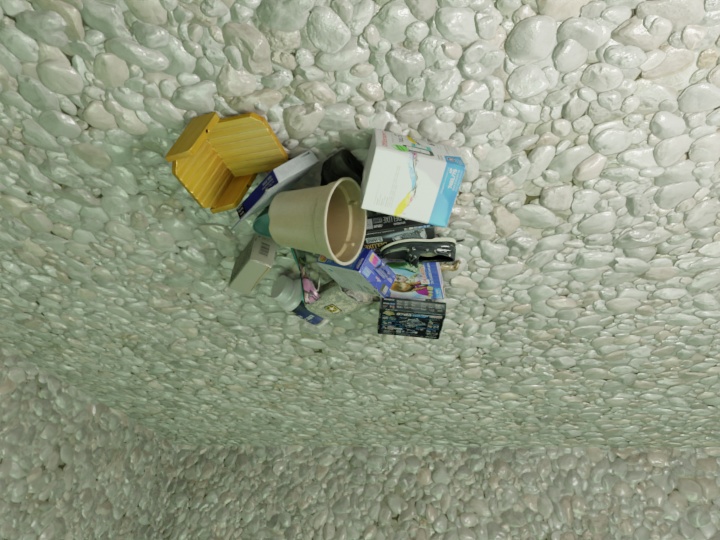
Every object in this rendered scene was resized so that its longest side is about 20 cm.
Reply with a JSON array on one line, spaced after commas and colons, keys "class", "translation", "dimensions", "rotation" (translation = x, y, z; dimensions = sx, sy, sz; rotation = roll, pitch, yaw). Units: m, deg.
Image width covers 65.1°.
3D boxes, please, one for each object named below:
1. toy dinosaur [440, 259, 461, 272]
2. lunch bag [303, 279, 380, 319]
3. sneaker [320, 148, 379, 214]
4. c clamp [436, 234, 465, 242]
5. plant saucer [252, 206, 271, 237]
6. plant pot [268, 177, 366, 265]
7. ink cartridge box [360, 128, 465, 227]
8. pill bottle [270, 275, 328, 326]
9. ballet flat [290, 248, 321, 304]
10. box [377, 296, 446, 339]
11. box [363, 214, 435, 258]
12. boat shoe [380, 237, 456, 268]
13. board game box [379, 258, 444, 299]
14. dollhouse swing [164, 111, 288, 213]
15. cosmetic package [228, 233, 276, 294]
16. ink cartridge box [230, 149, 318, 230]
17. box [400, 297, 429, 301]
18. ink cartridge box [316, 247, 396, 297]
[{"class": "toy dinosaur", "translation": [0.196, -0.003, 1.672], "dimensions": [0.199, 0.059, 0.101], "rotation": [-9, 144, 24]}, {"class": "lunch bag", "translation": [-0.056, 0.077, 1.723], "dimensions": [0.163, 0.118, 0.199], "rotation": [-24, 168, 38]}, {"class": "sneaker", "translation": [-0.025, -0.206, 1.401], "dimensions": [0.114, 0.077, 0.199], "rotation": [-19, 135, 37]}, {"class": "c clamp", "translation": [0.161, -0.110, 1.554], "dimensions": [0.199, 0.027, 0.170], "rotation": [31, 145, -33]}, {"class": "plant saucer", "translation": [-0.193, -0.140, 1.521], "dimensions": [0.198, 0.036, 0.200], "rotation": [-8, 162, -2]}, {"class": "plant pot", "translation": [-0.109, -0.119, 1.337], "dimensions": [0.182, 0.201, 0.201], "rotation": [5, 149, 28]}, {"class": "ink cartridge box", "translation": [0.110, -0.208, 1.263], "dimensions": [0.198, 0.147, 0.147], "rotation": [11, 119, -7]}, {"class": "pill bottle", "translation": [-0.191, 0.097, 1.849], "dimensions": [0.199, 0.112, 0.111], "rotation": [32, 139, -32]}, {"class": "ballet flat", "translation": [-0.156, -0.003, 1.654], "dimensions": [0.071, 0.201, 0.069], "rotation": [-14, 169, -4]}, {"class": "box", "translation": [0.153, 0.147, 1.721], "dimensions": [0.198, 0.046, 0.159], "rotation": [5, 146, 3]}, {"class": "box", "translation": [0.096, -0.093, 1.476], "dimensions": [0.198, 0.050, 0.158], "rotation": [-8, 153, 6]}, {"class": "boat shoe", "translation": [0.152, -0.039, 1.461], "dimensions": [0.198, 0.067, 0.075], "rotation": [-3, 155, -3]}, {"class": "board game box", "translation": [0.133, 0.016, 1.624], "dimensions": [0.198, 0.041, 0.200], "rotation": [0, 146, 17]}, {"class": "dollhouse swing", "translation": [-0.300, -0.248, 1.321], "dimensions": [0.175, 0.183, 0.200], "rotation": [10, 151, 29]}, {"class": "cosmetic package", "translation": [-0.328, -0.019, 1.713], "dimensions": [0.073, 0.104, 0.200], "rotation": [21, 145, -21]}, {"class": "ink cartridge box", "translation": [-0.218, -0.195, 1.356], "dimensions": [0.041, 0.200, 0.199], "rotation": [52, 134, -4]}, {"class": "box", "translation": [0.165, 0.110, 1.802], "dimensions": [0.121, 0.107, 0.200], "rotation": [0, 146, 11]}, {"class": "ink cartridge box", "translation": [0.000, 0.000, 1.511], "dimensions": [0.199, 0.077, 0.136], "rotation": [15, 158, 43]}]
